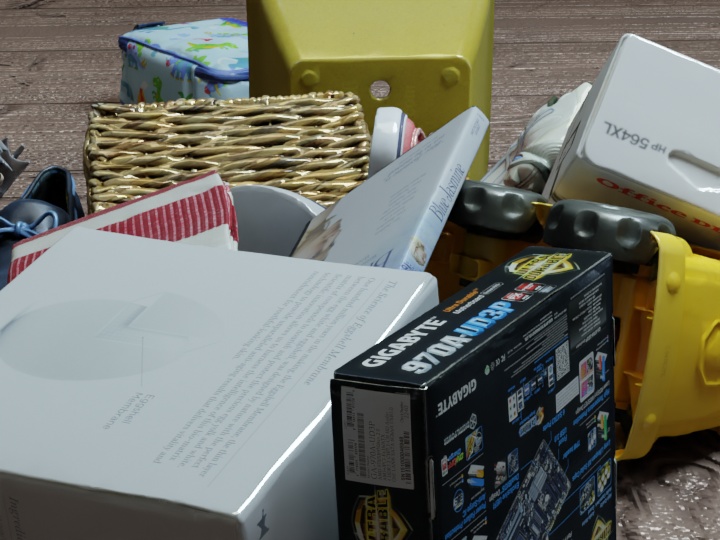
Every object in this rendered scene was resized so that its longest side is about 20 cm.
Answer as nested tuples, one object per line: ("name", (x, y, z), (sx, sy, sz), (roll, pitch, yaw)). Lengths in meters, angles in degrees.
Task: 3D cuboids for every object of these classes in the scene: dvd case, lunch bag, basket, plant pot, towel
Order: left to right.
("towel", (-0.135, 0.019, 1.151), (0.144, 0.023, 0.200), (-19, 31, 4))
("lunch bag", (-0.118, -0.177, 1.863), (0.160, 0.083, 0.200), (-10, 21, -34))
("basket", (-0.089, -0.023, 1.409), (0.199, 0.149, 0.143), (-4, 52, -9))
("dvd case", (-0.003, -0.008, 1.141), (0.143, 0.018, 0.200), (-33, 17, 30))
("plant pot", (0.012, -0.136, 1.575), (0.199, 0.201, 0.177), (-2, 29, -3))

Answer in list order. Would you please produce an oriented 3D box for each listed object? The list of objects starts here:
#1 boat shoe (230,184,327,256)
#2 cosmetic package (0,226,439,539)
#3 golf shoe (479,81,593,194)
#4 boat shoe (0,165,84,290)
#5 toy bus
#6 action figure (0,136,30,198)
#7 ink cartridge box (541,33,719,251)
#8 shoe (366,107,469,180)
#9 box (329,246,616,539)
("boat shoe", (0.000, 0.000, 1.287), (0.199, 0.072, 0.066), (21, 13, 20))
("cosmetic package", (-0.087, 0.087, 0.922), (0.199, 0.123, 0.199), (7, 31, 26))
("golf shoe", (0.135, -0.074, 1.426), (0.078, 0.097, 0.200), (28, -10, -6))
("boat shoe", (-0.232, -0.018, 1.384), (0.084, 0.069, 0.200), (0, 21, -4))
("toy bus", (0.144, 0.026, 1.168), (0.192, 0.136, 0.200), (1, 10, -41))
("action figure", (-0.296, -0.039, 1.396), (0.069, 0.130, 0.200), (36, 22, -5))
("ink cartridge box", (0.193, -0.052, 1.216), (0.146, 0.085, 0.200), (23, -12, 1))
("shoe", (0.056, -0.044, 1.330), (0.091, 0.072, 0.200), (6, -22, 8))
("box", (0.057, 0.091, 0.894), (0.046, 0.160, 0.200), (6, 19, 28))
